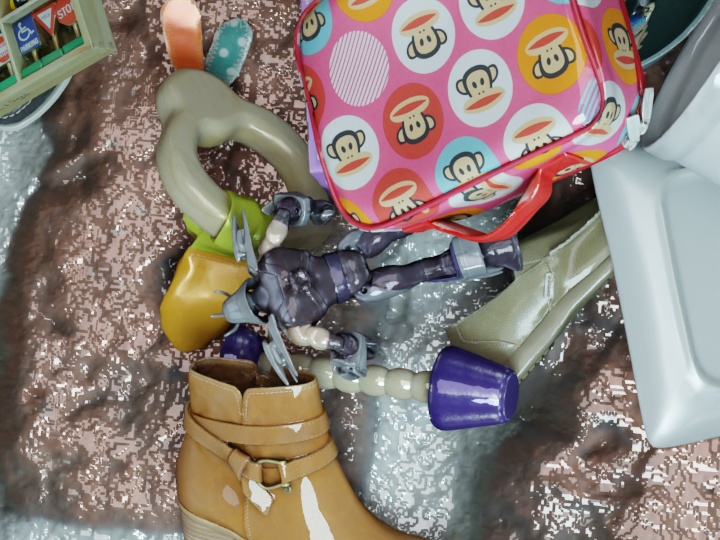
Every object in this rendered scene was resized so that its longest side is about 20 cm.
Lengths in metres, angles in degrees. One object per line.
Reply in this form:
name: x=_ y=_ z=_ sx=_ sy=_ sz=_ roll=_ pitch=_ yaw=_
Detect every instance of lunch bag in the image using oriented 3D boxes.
lunch bag: x=0.064 y=-0.104 z=1.088 sx=0.200 sy=0.082 sz=0.176 roll=-22 pitch=77 yaw=33

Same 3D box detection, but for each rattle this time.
rattle: x=-0.110 y=-0.070 z=1.304 sx=0.130 sy=0.143 sz=0.200 roll=-19 pitch=63 yaw=-28

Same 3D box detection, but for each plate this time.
plate: x=0.259 y=0.002 z=1.211 sx=0.200 sy=0.032 sz=0.200 roll=-7 pitch=81 yaw=-22

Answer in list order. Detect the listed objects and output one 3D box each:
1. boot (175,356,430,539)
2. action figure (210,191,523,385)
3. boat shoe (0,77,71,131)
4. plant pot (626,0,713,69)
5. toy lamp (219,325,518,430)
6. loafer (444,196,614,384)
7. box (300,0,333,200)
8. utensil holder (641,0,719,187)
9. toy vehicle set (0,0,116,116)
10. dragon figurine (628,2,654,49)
boot: x=-0.028 y=0.139 z=1.218 sx=0.200 sy=0.074 sz=0.155 roll=6 pitch=111 yaw=10
action figure: x=0.000 y=0.000 z=1.188 sx=0.200 sy=0.069 sz=0.130 roll=-19 pitch=89 yaw=0
boat shoe: x=-0.220 y=-0.194 z=1.314 sx=0.074 sy=0.060 sz=0.200 roll=28 pitch=87 yaw=8
plant pot: x=0.140 y=-0.209 z=1.239 sx=0.200 sy=0.134 sz=0.200 roll=-1 pitch=83 yaw=5
toy lamp: x=0.005 y=0.071 z=1.236 sx=0.200 sy=0.058 sz=0.058 roll=6 pitch=84 yaw=20
loafer: x=0.131 y=-0.004 z=1.245 sx=0.067 sy=0.076 sz=0.200 roll=39 pitch=89 yaw=3
box: x=-0.012 y=-0.152 z=1.248 sx=0.039 sy=0.137 sz=0.200 roll=-4 pitch=82 yaw=6
utensil holder: x=0.300 y=-0.098 z=1.141 sx=0.200 sy=0.170 sz=0.170 roll=30 pitch=87 yaw=-4
toy vehicle set: x=-0.265 y=-0.169 z=1.289 sx=0.200 sy=0.027 sz=0.124 roll=-25 pitch=80 yaw=30
dragon figurine: x=0.134 y=-0.180 z=1.138 sx=0.099 sy=0.059 sz=0.200 roll=22 pitch=85 yaw=8
